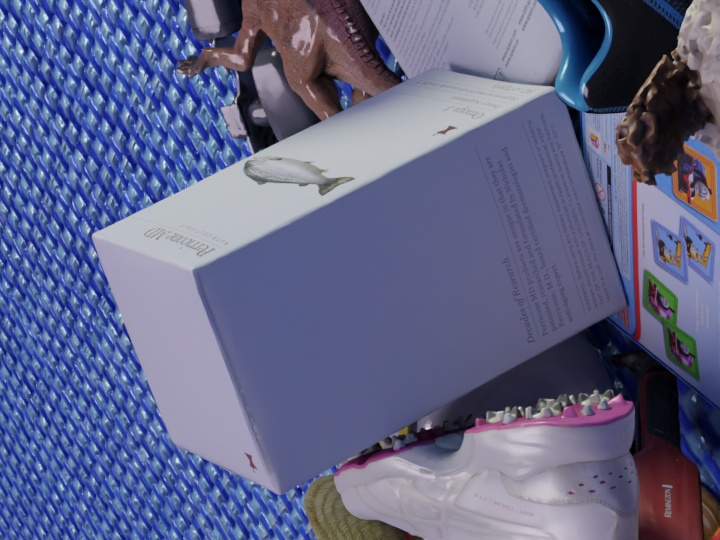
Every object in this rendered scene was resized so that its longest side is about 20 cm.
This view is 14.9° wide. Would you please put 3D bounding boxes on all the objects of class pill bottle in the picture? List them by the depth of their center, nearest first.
[{"bbox_3d":[0.036,0.062,1.423,0.200,0.112,0.112,17,128,60],"label":"pill bottle"}]

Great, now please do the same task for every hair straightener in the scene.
[{"bbox_3d":[0.132,0.105,1.293,0.200,0.041,0.077,-93,8,-58],"label":"hair straightener"}]

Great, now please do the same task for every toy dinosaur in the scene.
[{"bbox_3d":[-0.029,-0.145,1.450,0.200,0.086,0.136,41,142,36],"label":"toy dinosaur"}]

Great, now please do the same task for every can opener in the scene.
[{"bbox_3d":[-0.063,-0.156,1.572,0.067,0.053,0.200,-6,109,32],"label":"can opener"}]

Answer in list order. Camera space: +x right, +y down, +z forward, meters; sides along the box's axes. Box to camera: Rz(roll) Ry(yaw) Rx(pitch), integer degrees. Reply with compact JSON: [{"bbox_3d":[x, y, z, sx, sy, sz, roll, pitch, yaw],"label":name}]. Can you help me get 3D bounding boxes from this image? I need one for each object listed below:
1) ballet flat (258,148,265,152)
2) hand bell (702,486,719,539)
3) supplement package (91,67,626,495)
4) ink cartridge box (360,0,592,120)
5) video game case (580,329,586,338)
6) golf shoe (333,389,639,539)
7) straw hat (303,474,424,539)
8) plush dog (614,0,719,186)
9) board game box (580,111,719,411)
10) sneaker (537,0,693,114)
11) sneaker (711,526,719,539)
[{"bbox_3d":[-0.012,-0.028,1.488,0.200,0.070,0.065,-164,80,-71],"label":"ballet flat"},{"bbox_3d":[0.155,0.206,1.413,0.104,0.104,0.200,40,158,46],"label":"hand bell"},{"bbox_3d":[0.000,0.000,1.274,0.117,0.200,0.117,18,131,60],"label":"supplement package"},{"bbox_3d":[0.046,-0.161,1.318,0.200,0.043,0.196,60,158,17],"label":"ink cartridge box"},{"bbox_3d":[0.058,0.019,1.499,0.200,0.017,0.143,43,148,42],"label":"video game case"},{"bbox_3d":[0.054,0.109,1.238,0.200,0.075,0.092,-16,88,58],"label":"golf shoe"},{"bbox_3d":[0.074,0.150,1.495,0.085,0.201,0.201,-52,54,16],"label":"straw hat"},{"bbox_3d":[0.200,-0.058,0.990,0.172,0.161,0.200,31,149,11],"label":"plush dog"},{"bbox_3d":[0.170,0.000,1.214,0.200,0.037,0.151,43,149,43],"label":"board game box"},{"bbox_3d":[0.096,-0.163,1.160,0.073,0.082,0.200,-10,102,68],"label":"sneaker"},{"bbox_3d":[0.218,0.160,1.115,0.200,0.073,0.077,32,166,-15],"label":"sneaker"}]
